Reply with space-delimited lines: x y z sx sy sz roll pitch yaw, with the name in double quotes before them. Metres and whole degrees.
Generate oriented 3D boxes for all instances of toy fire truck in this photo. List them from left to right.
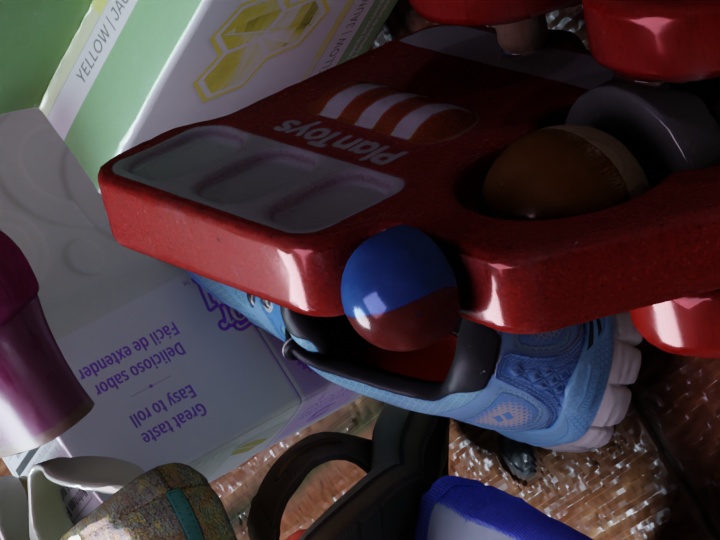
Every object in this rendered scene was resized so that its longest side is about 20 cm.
"toy fire truck" 0.040 -0.026 0.841 0.200 0.168 0.113 22 131 49

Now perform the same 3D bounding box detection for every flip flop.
"flip flop" -0.007 0.083 0.996 0.057 0.200 0.081 9 113 8

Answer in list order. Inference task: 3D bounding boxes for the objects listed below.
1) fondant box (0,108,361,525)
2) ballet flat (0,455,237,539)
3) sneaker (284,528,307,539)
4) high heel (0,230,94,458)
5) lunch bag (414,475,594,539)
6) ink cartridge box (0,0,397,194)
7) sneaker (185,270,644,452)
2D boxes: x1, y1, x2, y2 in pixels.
"fondant box" -0.098 -0.015 1.089 0.200 0.144 0.058 57 148 9
"ballet flat" -0.108 0.098 1.000 0.200 0.071 0.071 -15 101 52
"sneaker" 0.033 0.173 1.118 0.200 0.085 0.075 35 168 2
"high heel" -0.175 0.026 1.028 0.200 0.067 0.096 -18 108 44
"lunch bag" 0.100 0.171 0.949 0.170 0.127 0.201 23 140 49
"ink cartridge box" -0.067 -0.083 0.907 0.048 0.200 0.146 52 136 18
"sneaker" 0.000 0.000 0.984 0.200 0.090 0.079 20 97 43
